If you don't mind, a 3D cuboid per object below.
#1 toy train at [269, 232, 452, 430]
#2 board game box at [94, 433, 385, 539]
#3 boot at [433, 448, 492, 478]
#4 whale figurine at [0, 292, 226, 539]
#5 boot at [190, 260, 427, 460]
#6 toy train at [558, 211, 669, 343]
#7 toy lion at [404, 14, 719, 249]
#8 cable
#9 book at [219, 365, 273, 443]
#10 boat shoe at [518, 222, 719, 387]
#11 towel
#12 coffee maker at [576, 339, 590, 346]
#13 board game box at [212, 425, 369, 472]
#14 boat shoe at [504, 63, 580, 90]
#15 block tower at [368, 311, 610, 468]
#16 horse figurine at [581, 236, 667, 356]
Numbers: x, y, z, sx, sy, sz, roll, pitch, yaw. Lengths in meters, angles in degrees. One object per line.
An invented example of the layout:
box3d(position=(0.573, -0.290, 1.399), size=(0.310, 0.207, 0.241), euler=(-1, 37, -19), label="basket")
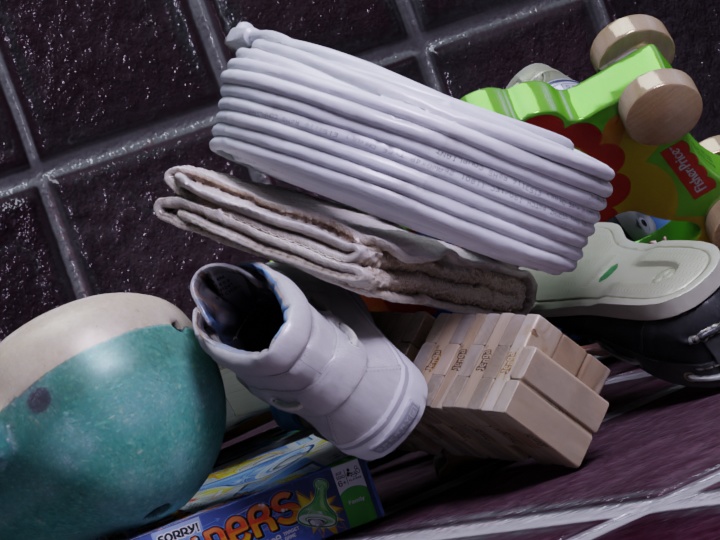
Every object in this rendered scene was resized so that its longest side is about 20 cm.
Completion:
box3d(position=(0.000, 0.000, 1.602), size=(0.116, 0.200, 0.085), euler=(-2, 16, 20), label="toy train")
box3d(position=(-0.069, 0.127, 1.482), size=(0.135, 0.034, 0.200), euler=(-20, 2, -8), label="board game box")
box3d(position=(0.063, 0.065, 1.526), size=(0.075, 0.074, 0.200), euler=(-29, 3, 5), label="boot")
box3d(position=(-0.150, 0.101, 1.412), size=(0.200, 0.104, 0.159), euler=(-43, -22, 17), label="whale figurine")
box3d(position=(-0.044, 0.021, 1.401), size=(0.074, 0.096, 0.200), euler=(-53, 29, -2), label="boot")
box3d(position=(0.117, 0.010, 1.795), size=(0.200, 0.087, 0.114), euler=(-36, -9, 19), label="toy train")
box3d(position=(0.122, -0.045, 1.657), size=(0.192, 0.069, 0.200), euler=(-31, -43, 12), label="toy lion")
box3d(position=(0.024, -0.056, 1.406), size=(0.200, 0.069, 0.200), euler=(20, 2, -9), label="cable")
box3d(position=(-0.106, 0.093, 1.678), size=(0.134, 0.048, 0.200), euler=(-31, -3, 13), label="book")
box3d(position=(0.137, 0.021, 1.502), size=(0.072, 0.068, 0.200), euler=(-41, 21, -15), label="boat shoe")
box3d(position=(-0.004, -0.014, 1.435), size=(0.132, 0.034, 0.200), euler=(21, 4, 25), label="towel")
box3d(position=(0.098, 0.002, 1.936), size=(0.200, 0.135, 0.192), euler=(-20, 2, 6), label="coffee maker")
box3d(position=(-0.039, 0.110, 1.710), size=(0.200, 0.035, 0.126), euler=(-21, 1, -36), label="board game box")
box3d(position=(0.078, -0.032, 1.727), size=(0.200, 0.072, 0.062), euler=(-55, 32, 13), label="boat shoe")
box3d(position=(0.039, 0.056, 1.400), size=(0.200, 0.058, 0.054), euler=(2, 59, 55), label="block tower")
box3d(position=(0.178, 0.021, 1.639), size=(0.132, 0.050, 0.200), euler=(-5, -10, -10), label="horse figurine")
